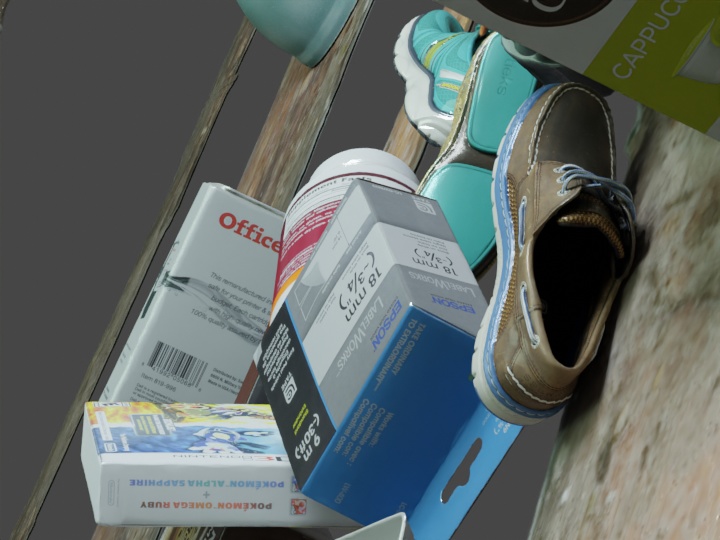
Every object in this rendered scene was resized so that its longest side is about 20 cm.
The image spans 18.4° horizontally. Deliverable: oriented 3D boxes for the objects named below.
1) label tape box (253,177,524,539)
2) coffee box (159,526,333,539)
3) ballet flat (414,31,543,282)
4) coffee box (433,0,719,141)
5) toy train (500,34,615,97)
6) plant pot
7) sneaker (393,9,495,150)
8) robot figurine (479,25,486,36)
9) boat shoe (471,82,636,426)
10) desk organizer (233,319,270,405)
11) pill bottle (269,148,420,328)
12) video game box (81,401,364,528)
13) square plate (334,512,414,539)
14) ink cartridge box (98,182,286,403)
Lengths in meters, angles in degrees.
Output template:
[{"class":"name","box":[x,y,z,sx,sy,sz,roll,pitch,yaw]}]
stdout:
[{"class":"label tape box","box":[0.014,0.061,1.293,0.144,0.063,0.200,-60,30,25]},{"class":"coffee box","box":[-0.085,0.200,1.531,0.113,0.080,0.200,-64,12,3]},{"class":"ballet flat","box":[0.077,-0.060,1.425,0.200,0.071,0.071,-70,13,-19]},{"class":"coffee box","box":[0.155,-0.218,1.057,0.200,0.198,0.200,-55,15,40]},{"class":"toy train","box":[0.108,-0.179,1.263,0.085,0.200,0.114,18,81,34]},{"class":"plant pot","box":[-0.070,-0.339,2.417,0.200,0.134,0.200,-60,12,22]},{"class":"sneaker","box":[0.077,-0.140,1.591,0.080,0.078,0.200,-41,23,14]},{"class":"robot figurine","box":[0.115,-0.262,1.525,0.144,0.117,0.200,-2,62,60]},{"class":"boat shoe","box":[0.113,-0.018,1.175,0.072,0.072,0.200,-37,40,57]},{"class":"desk organizer","box":[-0.030,0.046,1.632,0.200,0.072,0.077,-67,10,-9]},{"class":"pill bottle","box":[0.000,0.000,1.493,0.113,0.113,0.200,-59,13,27]},{"class":"video game box","box":[-0.085,0.124,1.445,0.200,0.182,0.047,-144,58,-77]},{"class":"square plate","box":[-0.020,0.246,1.245,0.200,0.028,0.198,144,142,-66]},{"class":"ink cartridge box","box":[-0.096,0.048,1.731,0.200,0.146,0.083,-64,11,0]}]
